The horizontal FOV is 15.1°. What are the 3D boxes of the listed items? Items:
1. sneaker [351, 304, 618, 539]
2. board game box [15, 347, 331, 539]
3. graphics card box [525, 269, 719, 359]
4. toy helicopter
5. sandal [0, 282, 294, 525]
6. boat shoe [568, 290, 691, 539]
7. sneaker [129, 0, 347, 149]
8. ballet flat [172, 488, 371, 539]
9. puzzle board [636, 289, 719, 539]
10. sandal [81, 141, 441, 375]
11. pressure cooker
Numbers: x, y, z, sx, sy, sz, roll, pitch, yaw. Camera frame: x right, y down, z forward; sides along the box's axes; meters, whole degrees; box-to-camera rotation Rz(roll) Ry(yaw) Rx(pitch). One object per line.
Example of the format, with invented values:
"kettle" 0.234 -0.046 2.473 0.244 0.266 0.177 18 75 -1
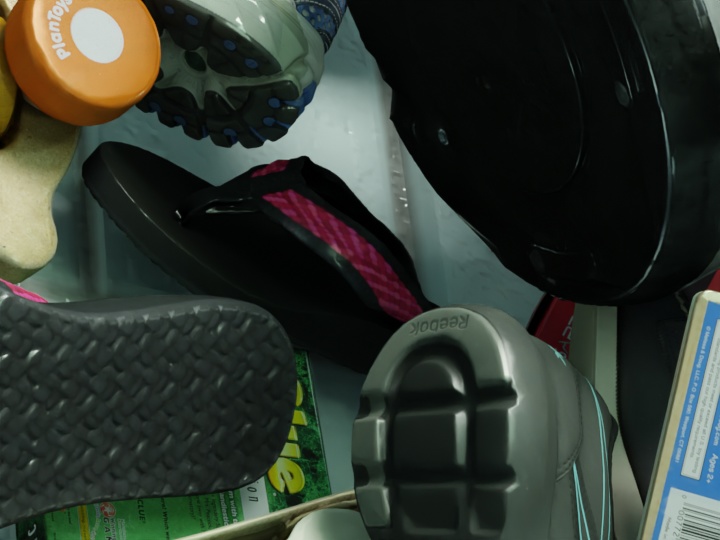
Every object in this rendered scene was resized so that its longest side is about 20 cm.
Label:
"sneaker" 0.039 0.113 0.726 0.079 0.075 0.201 22 71 -50
"board game box" -0.048 0.105 0.791 0.104 0.023 0.201 10 53 -28
"graphics card box" 0.168 0.031 0.954 0.199 0.051 0.126 31 36 6
"toy helicopter" -0.150 -0.024 0.783 0.132 0.079 0.201 32 56 -21
"sandal" -0.101 0.035 0.746 0.199 0.045 0.076 5 94 -48
"boat shoe" 0.098 0.056 0.825 0.062 0.073 0.201 2 42 -3
"sneaker" -0.090 -0.118 0.875 0.199 0.077 0.085 32 53 4
"ballet flat" -0.050 0.097 0.733 0.199 0.069 0.070 -13 66 -42
"puzzle board" 0.138 0.121 0.738 0.150 0.017 0.201 15 80 -8
"sandal" 0.000 0.000 0.879 0.199 0.045 0.075 27 21 -22
"pressure cooker" 0.114 -0.104 0.807 0.199 0.176 0.180 -27 93 -25
